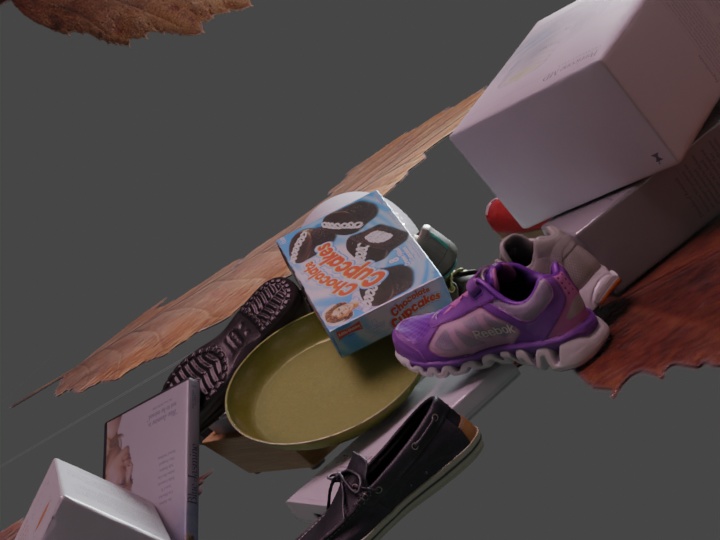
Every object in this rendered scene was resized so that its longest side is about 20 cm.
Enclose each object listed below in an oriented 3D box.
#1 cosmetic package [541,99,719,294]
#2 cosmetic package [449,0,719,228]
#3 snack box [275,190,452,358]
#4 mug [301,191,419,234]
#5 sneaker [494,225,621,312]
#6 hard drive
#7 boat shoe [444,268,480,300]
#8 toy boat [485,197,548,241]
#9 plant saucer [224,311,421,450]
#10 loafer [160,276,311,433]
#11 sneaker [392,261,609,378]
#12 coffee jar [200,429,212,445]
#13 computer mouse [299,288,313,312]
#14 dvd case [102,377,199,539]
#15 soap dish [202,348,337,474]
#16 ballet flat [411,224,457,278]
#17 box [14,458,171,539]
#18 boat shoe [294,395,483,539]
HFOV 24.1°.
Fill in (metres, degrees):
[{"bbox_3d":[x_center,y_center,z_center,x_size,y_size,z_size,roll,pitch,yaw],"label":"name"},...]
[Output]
[{"bbox_3d":[0.271,-0.068,1.515,0.200,0.071,0.101,-37,11,-6],"label":"cosmetic package"},{"bbox_3d":[0.220,-0.167,1.535,0.199,0.123,0.200,-24,23,48],"label":"cosmetic package"},{"bbox_3d":[0.000,0.000,1.613,0.116,0.037,0.200,-27,31,-5],"label":"snack box"},{"bbox_3d":[-0.012,0.013,1.928,0.200,0.148,0.175,-41,15,2],"label":"mug"},{"bbox_3d":[0.145,0.012,1.491,0.076,0.092,0.200,-43,5,-33],"label":"sneaker"},{"bbox_3d":[0.035,0.145,1.455,0.200,0.026,0.132,-40,10,-20],"label":"hard drive"},{"bbox_3d":[0.089,0.034,1.704,0.202,0.060,0.072,-27,13,44],"label":"boat shoe"},{"bbox_3d":[0.211,-0.110,1.755,0.200,0.131,0.131,-37,9,-4],"label":"toy boat"},{"bbox_3d":[-0.026,0.100,1.542,0.200,0.031,0.200,-17,32,11],"label":"plant saucer"},{"bbox_3d":[-0.117,0.099,1.658,0.200,0.071,0.073,-44,42,8],"label":"loafer"},{"bbox_3d":[0.108,0.035,1.412,0.200,0.089,0.080,-7,27,38],"label":"sneaker"},{"bbox_3d":[-0.140,0.124,2.010,0.200,0.085,0.104,-39,12,-24],"label":"coffee jar"},{"bbox_3d":[-0.088,0.119,1.832,0.200,0.138,0.053,-40,45,9],"label":"computer mouse"},{"bbox_3d":[-0.203,0.217,1.615,0.143,0.018,0.200,-28,53,40],"label":"dvd case"},{"bbox_3d":[-0.057,0.132,1.685,0.157,0.081,0.200,-40,10,-25],"label":"soap dish"},{"bbox_3d":[0.013,0.010,1.722,0.200,0.064,0.067,-32,27,35],"label":"ballet flat"},{"bbox_3d":[-0.251,0.267,1.479,0.152,0.106,0.200,-64,12,-2],"label":"box"},{"bbox_3d":[0.005,0.173,1.322,0.200,0.062,0.075,-39,11,-7],"label":"boat shoe"}]
